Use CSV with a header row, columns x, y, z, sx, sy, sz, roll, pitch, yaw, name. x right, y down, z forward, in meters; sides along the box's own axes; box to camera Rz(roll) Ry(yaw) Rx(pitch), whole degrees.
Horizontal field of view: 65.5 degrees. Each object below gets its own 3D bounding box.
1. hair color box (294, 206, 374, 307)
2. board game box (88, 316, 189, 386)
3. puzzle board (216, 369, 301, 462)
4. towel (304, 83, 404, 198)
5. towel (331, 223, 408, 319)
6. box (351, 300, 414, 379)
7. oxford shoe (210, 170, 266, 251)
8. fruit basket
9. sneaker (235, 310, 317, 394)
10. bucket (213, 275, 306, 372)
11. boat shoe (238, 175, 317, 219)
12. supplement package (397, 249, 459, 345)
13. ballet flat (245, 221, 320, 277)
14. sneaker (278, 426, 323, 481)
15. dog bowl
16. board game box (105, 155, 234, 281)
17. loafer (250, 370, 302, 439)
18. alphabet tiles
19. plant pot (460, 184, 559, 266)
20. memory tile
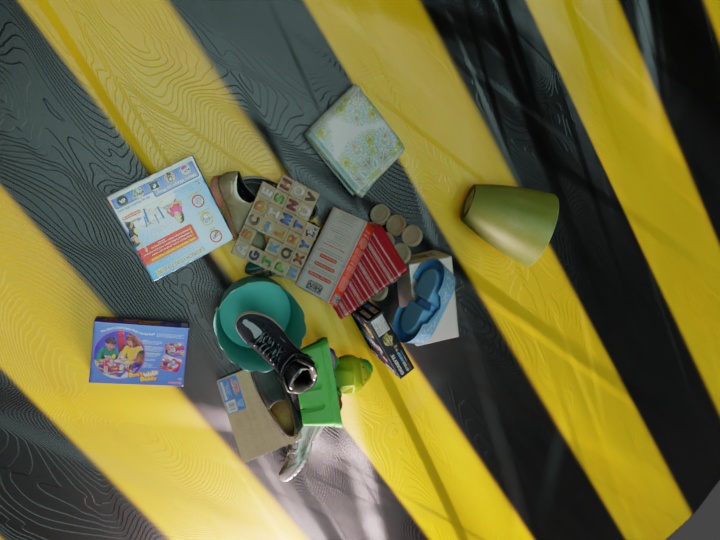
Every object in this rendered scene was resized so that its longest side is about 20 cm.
x,y,z,sx,sy,sz,roll,pitch,yaw,name
-0.058,-0.031,1.289,0.100,0.061,0.203,25,84,23,hair color box
-0.486,0.180,1.238,0.195,0.045,0.138,7,98,-18,board game box
-0.240,0.330,1.332,0.148,0.017,0.204,-19,89,-9,puzzle board
-0.009,-0.297,1.302,0.171,0.048,0.201,-45,109,-8,towel
0.000,0.000,1.308,0.198,0.022,0.146,-36,67,5,towel
0.040,0.147,1.314,0.046,0.200,0.161,-32,108,-10,box
-0.250,-0.122,1.223,0.072,0.071,0.202,-15,122,21,oxford shoe
-0.056,0.257,1.324,0.210,0.155,0.222,1,83,-8,fruit basket
-0.168,0.168,1.140,0.202,0.146,0.077,43,88,-19,sneaker
-0.230,0.112,1.258,0.202,0.135,0.213,-3,100,-16,bucket
-0.186,-0.163,1.263,0.196,0.057,0.070,16,95,-19,boat shoe
0.162,0.065,1.381,0.114,0.117,0.205,-10,102,-14,supplement package
-0.169,-0.031,1.293,0.198,0.068,0.076,-37,124,-10,ballet flat
-0.155,0.419,1.381,0.081,0.075,0.203,29,85,-4,sneaker
0.146,0.075,1.265,0.049,0.111,0.203,24,94,-30,dog bowl
-0.404,-0.114,1.205,0.197,0.056,0.199,-28,107,-11,board game box
-0.193,0.296,1.296,0.072,0.072,0.202,-32,91,-9,loafer
-0.171,-0.098,1.234,0.165,0.008,0.204,25,90,-29,alphabet tiles
0.355,-0.134,1.390,0.196,0.187,0.191,20,94,-4,plant pot
0.045,-0.044,1.330,0.152,0.017,0.202,33,90,25,memory tile
